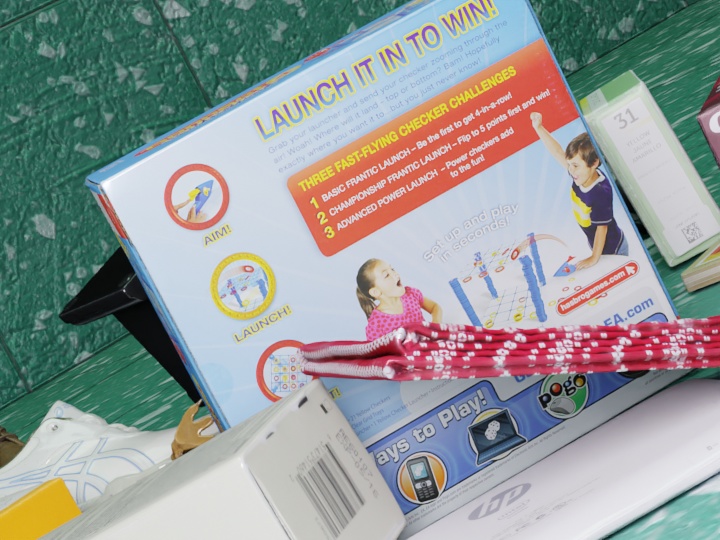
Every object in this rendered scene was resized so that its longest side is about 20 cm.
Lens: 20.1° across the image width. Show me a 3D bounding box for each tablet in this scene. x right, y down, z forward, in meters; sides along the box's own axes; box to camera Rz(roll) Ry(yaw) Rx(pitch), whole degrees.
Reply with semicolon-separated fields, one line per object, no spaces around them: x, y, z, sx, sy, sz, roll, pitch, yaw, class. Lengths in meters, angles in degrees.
0.060;0.095;0.762;0.199;0.014;0.130;-29;5;-7;tablet

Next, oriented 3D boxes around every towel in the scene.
0.087;0.027;0.778;0.199;0.023;0.145;-2;-2;-14;towel

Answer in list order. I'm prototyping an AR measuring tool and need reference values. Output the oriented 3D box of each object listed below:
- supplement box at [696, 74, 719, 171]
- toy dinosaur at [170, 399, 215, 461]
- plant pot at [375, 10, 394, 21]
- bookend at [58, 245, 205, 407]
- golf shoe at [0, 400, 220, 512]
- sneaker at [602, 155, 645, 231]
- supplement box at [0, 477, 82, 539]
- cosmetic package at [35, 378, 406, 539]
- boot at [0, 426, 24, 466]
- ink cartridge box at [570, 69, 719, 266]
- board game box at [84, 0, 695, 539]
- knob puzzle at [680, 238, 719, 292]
0.242;-0.095;1.051;0.108;0.061;0.200;-26;7;19;supplement box
-0.084;0.124;1.102;0.199;0.061;0.106;-27;-28;7;toy dinosaur
0.000;0.000;0.999;0.182;0.201;0.200;-33;6;-12;plant pot
-0.034;0.020;1.207;0.199;0.200;0.092;-52;17;-29;bookend
-0.154;0.111;1.197;0.199;0.098;0.078;-25;-24;12;golf shoe
0.127;-0.040;1.350;0.199;0.075;0.115;-23;6;-29;sneaker
-0.237;0.188;1.100;0.126;0.074;0.200;-33;7;-40;supplement box
-0.090;0.130;0.801;0.200;0.073;0.104;-31;3;22;cosmetic package
-0.300;0.164;1.694;0.073;0.076;0.200;-28;6;-24;boot
0.146;-0.104;1.209;0.048;0.201;0.146;-30;4;8;ink cartridge box
0.015;0.001;0.872;0.199;0.197;0.056;-29;11;-10;board game box
0.277;-0.065;1.077;0.219;0.031;0.220;-29;5;3;knob puzzle
